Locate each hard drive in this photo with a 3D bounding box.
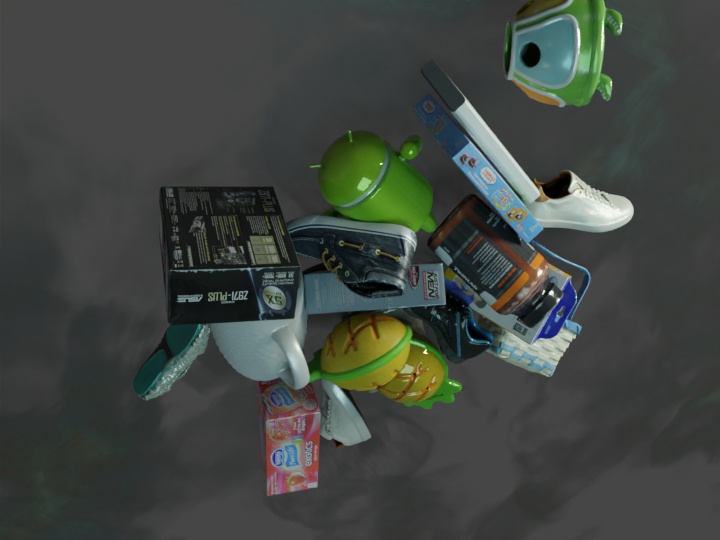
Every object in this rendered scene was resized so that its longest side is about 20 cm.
[{"bbox_3d":[0.165,-0.188,1.048,0.027,0.133,0.200,-39,129,13],"label":"hard drive"}]

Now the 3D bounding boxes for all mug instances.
[{"bbox_3d":[-0.135,0.090,1.118,0.147,0.200,0.177,-28,140,-22],"label":"mug"}]

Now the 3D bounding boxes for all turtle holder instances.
[{"bbox_3d":[0.257,-0.305,0.988,0.130,0.142,0.187,1,137,2],"label":"turtle holder"}]

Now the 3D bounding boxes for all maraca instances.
[{"bbox_3d":[0.085,0.170,1.266,0.136,0.108,0.200,-19,131,29],"label":"maraca"},{"bbox_3d":[-0.010,0.125,1.152,0.198,0.137,0.108,-17,105,39],"label":"maraca"}]

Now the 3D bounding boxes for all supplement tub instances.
[{"bbox_3d":[0.200,-0.009,1.117,0.200,0.107,0.107,44,110,5],"label":"supplement tub"}]

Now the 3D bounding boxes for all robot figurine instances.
[{"bbox_3d":[0.022,-0.114,1.067,0.175,0.116,0.199,-38,129,21],"label":"robot figurine"}]

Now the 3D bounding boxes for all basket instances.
[{"bbox_3d":[0.285,0.060,1.285,0.175,0.139,0.202,26,92,-21],"label":"basket"}]

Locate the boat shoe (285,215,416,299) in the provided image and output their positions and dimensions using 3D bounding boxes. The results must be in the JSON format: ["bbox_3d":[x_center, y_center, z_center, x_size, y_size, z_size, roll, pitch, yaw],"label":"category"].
[{"bbox_3d":[-0.026,-0.017,1.040,0.197,0.092,0.071,4,151,18],"label":"boat shoe"}]

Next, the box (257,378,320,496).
[{"bbox_3d":[-0.127,0.285,1.334,0.093,0.103,0.202,-6,129,-14],"label":"box"}]

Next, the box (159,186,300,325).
[{"bbox_3d":[-0.179,-0.026,1.011,0.161,0.201,0.087,-2,126,-18],"label":"box"}]

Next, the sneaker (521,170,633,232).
[{"bbox_3d":[0.352,-0.113,1.209,0.197,0.073,0.085,-2,130,-16],"label":"sneaker"}]

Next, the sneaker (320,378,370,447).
[{"bbox_3d":[-0.046,0.252,1.344,0.084,0.073,0.201,-25,132,-2],"label":"sneaker"}]

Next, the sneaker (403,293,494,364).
[{"bbox_3d":[0.131,0.058,1.201,0.081,0.074,0.200,-25,116,42],"label":"sneaker"}]

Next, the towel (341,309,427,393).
[{"bbox_3d":[0.050,0.125,1.316,0.131,0.035,0.201,-19,131,-2],"label":"towel"}]

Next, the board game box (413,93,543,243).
[{"bbox_3d":[0.164,-0.142,1.071,0.037,0.152,0.200,-41,129,13],"label":"board game box"}]

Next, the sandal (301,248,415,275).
[{"bbox_3d":[0.000,0.000,1.193,0.198,0.045,0.076,-24,129,0],"label":"sandal"}]

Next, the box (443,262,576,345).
[{"bbox_3d":[0.231,0.024,1.191,0.041,0.199,0.120,-3,122,-63],"label":"box"}]

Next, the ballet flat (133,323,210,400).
[{"bbox_3d":[-0.281,0.126,1.189,0.071,0.072,0.200,27,119,-33],"label":"ballet flat"}]

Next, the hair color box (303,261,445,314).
[{"bbox_3d":[0.024,0.024,1.116,0.197,0.099,0.062,-5,92,6],"label":"hair color box"}]
